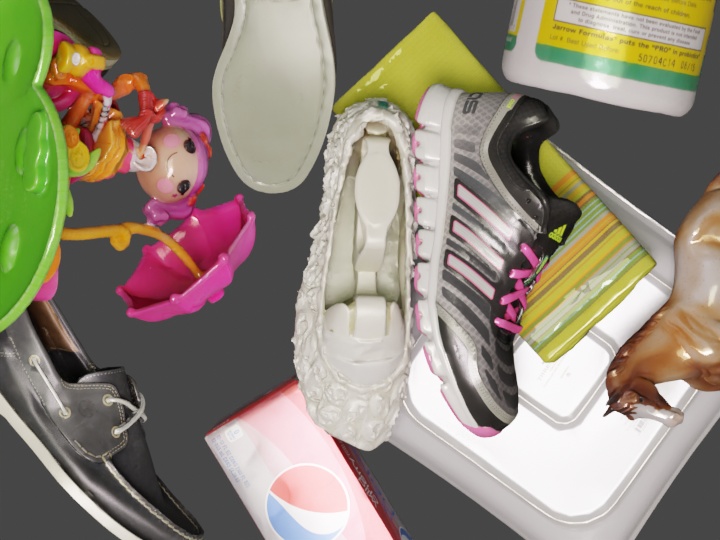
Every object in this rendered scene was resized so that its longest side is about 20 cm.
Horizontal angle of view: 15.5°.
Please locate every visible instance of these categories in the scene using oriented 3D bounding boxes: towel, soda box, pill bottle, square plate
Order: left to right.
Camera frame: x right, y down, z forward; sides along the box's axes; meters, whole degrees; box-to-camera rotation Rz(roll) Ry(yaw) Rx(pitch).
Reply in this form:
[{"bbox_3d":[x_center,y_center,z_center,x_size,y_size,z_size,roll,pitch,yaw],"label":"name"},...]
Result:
[{"bbox_3d":[-0.010,0.161,1.545,0.070,0.063,0.201,-31,91,6],"label":"soda box"},{"bbox_3d":[0.076,-0.048,1.520,0.086,0.018,0.200,-41,77,6],"label":"towel"},{"bbox_3d":[0.116,0.052,1.543,0.198,0.028,0.201,35,97,1],"label":"square plate"},{"bbox_3d":[0.152,-0.194,1.476,0.112,0.113,0.202,12,96,3],"label":"pill bottle"}]

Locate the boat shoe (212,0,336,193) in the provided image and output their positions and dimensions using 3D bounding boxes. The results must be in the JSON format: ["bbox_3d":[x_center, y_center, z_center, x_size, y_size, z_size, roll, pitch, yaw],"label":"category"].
[{"bbox_3d":[-0.046,-0.146,1.518,0.071,0.061,0.203,3,113,5],"label":"boat shoe"}]

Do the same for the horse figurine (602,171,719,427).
[{"bbox_3d":[0.218,0.011,1.499,0.132,0.050,0.201,15,70,1],"label":"horse figurine"}]

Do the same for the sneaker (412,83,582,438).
[{"bbox_3d":[0.080,-0.010,1.468,0.087,0.074,0.202,-7,78,20],"label":"sneaker"}]

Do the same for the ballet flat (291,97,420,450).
[{"bbox_3d":[0.000,0.000,1.487,0.071,0.072,0.202,2,86,4],"label":"ballet flat"}]

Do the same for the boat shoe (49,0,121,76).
[{"bbox_3d":[-0.233,-0.157,1.535,0.200,0.072,0.066,33,102,6],"label":"boat shoe"}]

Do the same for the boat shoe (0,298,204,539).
[{"bbox_3d":[-0.157,0.088,1.546,0.068,0.072,0.200,-41,89,11],"label":"boat shoe"}]

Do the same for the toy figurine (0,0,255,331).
[{"bbox_3d":[-0.140,-0.049,1.490,0.150,0.183,0.202,3,84,46],"label":"toy figurine"}]
